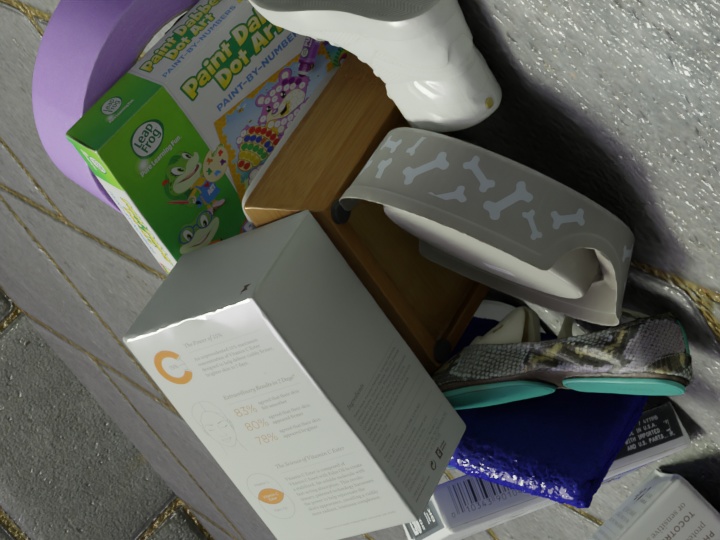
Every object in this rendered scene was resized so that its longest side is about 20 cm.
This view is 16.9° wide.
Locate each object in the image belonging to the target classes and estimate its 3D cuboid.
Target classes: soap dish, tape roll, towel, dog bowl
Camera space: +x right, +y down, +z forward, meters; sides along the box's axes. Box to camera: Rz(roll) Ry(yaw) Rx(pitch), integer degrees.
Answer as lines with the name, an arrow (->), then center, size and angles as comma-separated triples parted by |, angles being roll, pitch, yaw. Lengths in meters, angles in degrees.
soap dish -> 0.020, -0.034, 1.697 | 0.081, 0.158, 0.200 | 4, 141, 44
tape roll -> -0.132, -0.136, 1.716 | 0.066, 0.200, 0.200 | 32, 162, 42
towel -> 0.099, 0.100, 1.749 | 0.199, 0.148, 0.050 | 15, 134, 23
dog bowl -> 0.087, -0.030, 1.570 | 0.199, 0.059, 0.200 | 24, 175, 2

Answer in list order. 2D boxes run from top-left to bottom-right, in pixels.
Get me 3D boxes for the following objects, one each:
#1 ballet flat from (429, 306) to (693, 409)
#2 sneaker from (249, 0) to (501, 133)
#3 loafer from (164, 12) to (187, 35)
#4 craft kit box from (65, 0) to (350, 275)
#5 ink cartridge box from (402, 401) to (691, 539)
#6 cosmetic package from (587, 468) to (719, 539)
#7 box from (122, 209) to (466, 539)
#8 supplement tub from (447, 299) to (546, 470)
ballet flat -> 0.133, 0.057, 1.661 | 0.199, 0.072, 0.072 | -6, 139, 25
sneaker -> 0.008, -0.143, 1.561 | 0.200, 0.074, 0.116 | 25, 153, 51
loafer -> -0.084, -0.135, 1.852 | 0.200, 0.070, 0.068 | 33, 163, 38
craft kit box -> -0.083, -0.095, 1.700 | 0.048, 0.200, 0.198 | 29, 161, 46
ink cartridge box -> 0.131, 0.162, 1.847 | 0.200, 0.197, 0.044 | 124, 126, -74
cosmetic package -> 0.248, 0.279, 1.845 | 0.200, 0.166, 0.167 | 44, 179, 2
box -> -0.042, 0.077, 1.637 | 0.124, 0.098, 0.200 | -18, 118, 38
supplement tub -> 0.072, 0.095, 1.945 | 0.132, 0.132, 0.200 | 46, 167, -6
